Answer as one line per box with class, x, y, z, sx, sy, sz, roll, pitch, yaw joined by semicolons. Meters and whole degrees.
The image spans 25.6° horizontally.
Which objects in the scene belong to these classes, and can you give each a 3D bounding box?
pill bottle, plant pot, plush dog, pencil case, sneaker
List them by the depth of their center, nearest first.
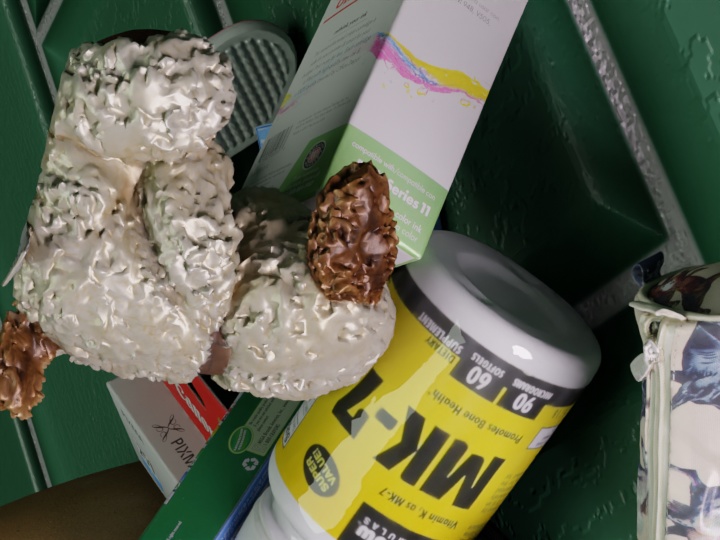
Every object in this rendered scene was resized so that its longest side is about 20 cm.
pencil case;0.154;0.094;0.691;0.078;0.089;0.201;-137;42;-66
plush dog;-0.066;0.006;0.721;0.200;0.171;0.161;120;163;-65
pill bottle;0.024;0.090;0.816;0.200;0.114;0.114;-57;48;18
sneaker;-0.113;-0.114;1.080;0.200;0.075;0.105;-50;29;34
plant pot;-0.256;0.259;1.306;0.186;0.199;0.188;12;103;61

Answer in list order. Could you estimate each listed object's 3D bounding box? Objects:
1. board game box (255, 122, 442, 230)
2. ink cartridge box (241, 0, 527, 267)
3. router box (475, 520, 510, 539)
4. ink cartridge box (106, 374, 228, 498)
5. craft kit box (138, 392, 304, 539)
board game box;0.000;0.000;0.968;0.151;0.036;0.201;-4;98;60
ink cartridge box;0.015;-0.096;0.825;0.117;0.067;0.201;-18;44;60
router box;0.052;0.222;0.893;0.200;0.051;0.150;44;121;35
ink cartridge box;-0.129;0.131;1.170;0.200;0.045;0.177;45;157;43
craft kit box;-0.063;0.171;0.938;0.048;0.200;0.198;16;139;23
